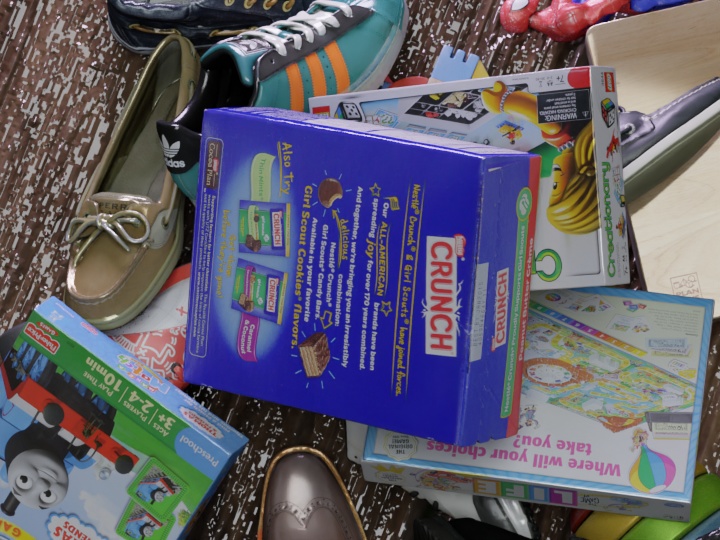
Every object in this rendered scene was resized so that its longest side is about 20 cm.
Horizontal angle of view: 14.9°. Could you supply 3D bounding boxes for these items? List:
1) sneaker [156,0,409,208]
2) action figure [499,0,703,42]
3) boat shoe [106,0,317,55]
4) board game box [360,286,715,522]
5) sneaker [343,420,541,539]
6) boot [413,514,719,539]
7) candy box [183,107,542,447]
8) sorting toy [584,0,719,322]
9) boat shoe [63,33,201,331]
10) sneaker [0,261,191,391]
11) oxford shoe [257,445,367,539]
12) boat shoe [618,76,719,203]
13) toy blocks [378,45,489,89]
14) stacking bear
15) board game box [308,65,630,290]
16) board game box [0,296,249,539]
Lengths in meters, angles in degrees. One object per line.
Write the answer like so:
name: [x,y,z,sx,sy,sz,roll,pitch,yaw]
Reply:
sneaker: [-0.048,-0.125,1.713,0.200,0.071,0.080,-50,128,-22]
action figure: [0.187,-0.181,1.780,0.199,0.065,0.052,-13,92,-5]
boat shoe: [-0.067,-0.183,1.767,0.199,0.091,0.071,-12,80,-2]
board game box: [0.109,0.072,1.668,0.199,0.034,0.135,7,65,8]
sneaker: [0.041,0.117,1.727,0.080,0.074,0.200,-36,73,-2]
boot: [0.127,0.185,1.614,0.157,0.211,0.080,-7,99,-17]
candy box: [0.000,0.000,1.609,0.199,0.077,0.170,12,102,33]
sorting toy: [0.259,-0.073,1.756,0.199,0.070,0.200,-12,80,-1]
boat shoe: [-0.141,-0.055,1.724,0.073,0.063,0.201,8,57,29]
sneaker: [-0.120,0.061,1.735,0.200,0.067,0.109,-20,81,0]
oxford shoe: [-0.025,0.205,1.703,0.071,0.073,0.201,-9,79,-1]
boat shoe: [0.146,-0.070,1.684,0.199,0.075,0.066,-37,76,-9]
toy blocks: [0.056,-0.076,1.753,0.199,0.100,0.137,19,68,10]
stacking bear: [0.180,0.151,1.700,0.114,0.122,0.200,-38,74,-9]
board game box: [0.062,-0.049,1.633,0.199,0.035,0.127,-5,90,34]
board game box: [-0.181,0.141,1.690,0.151,0.037,0.201,35,112,7]
